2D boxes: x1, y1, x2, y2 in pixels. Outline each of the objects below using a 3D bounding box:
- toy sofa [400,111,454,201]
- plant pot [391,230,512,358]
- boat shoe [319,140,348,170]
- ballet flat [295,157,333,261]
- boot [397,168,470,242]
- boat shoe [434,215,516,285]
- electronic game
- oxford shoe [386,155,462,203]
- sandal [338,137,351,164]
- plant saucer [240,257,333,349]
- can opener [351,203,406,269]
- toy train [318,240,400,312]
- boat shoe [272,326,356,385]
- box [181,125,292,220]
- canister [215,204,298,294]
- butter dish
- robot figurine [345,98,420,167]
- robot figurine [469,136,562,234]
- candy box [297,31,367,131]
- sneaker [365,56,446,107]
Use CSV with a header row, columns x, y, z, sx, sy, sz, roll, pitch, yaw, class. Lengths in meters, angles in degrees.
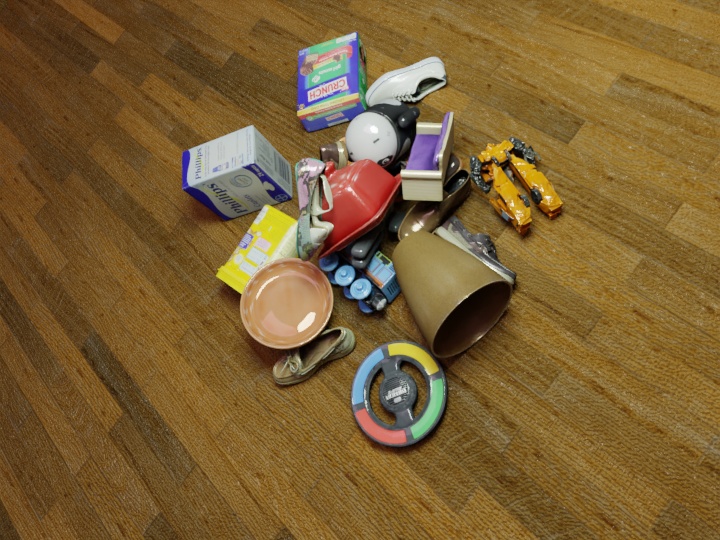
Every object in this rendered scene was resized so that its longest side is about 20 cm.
x,y,z,sx,sy,sz,roll,pitch,yaw,class
0.136,-0.233,1.221,0.081,0.099,0.202,4,42,14,toy sofa
0.148,0.025,1.146,0.186,0.186,0.201,-42,57,3,plant pot
-0.078,-0.196,1.337,0.070,0.201,0.073,-9,58,-20,boat shoe
-0.086,-0.109,1.162,0.070,0.069,0.205,8,111,19,ballet flat
0.149,-0.132,1.250,0.074,0.076,0.200,43,81,12,boot
0.231,-0.043,1.203,0.065,0.072,0.199,-52,52,2,boat shoe
0.072,0.234,1.177,0.196,0.042,0.204,-9,66,21,electronic game
0.122,-0.203,1.315,0.196,0.073,0.072,-21,59,15,oxford shoe
-0.034,-0.228,1.405,0.078,0.059,0.211,-20,63,16,sandal
-0.152,0.071,1.285,0.195,0.038,0.204,-2,64,4,plant saucer
0.040,-0.078,1.256,0.065,0.053,0.201,15,42,22,can opener
0.000,0.000,1.286,0.114,0.087,0.199,-44,56,-9,toy train
-0.106,0.170,1.271,0.198,0.063,0.074,-32,60,10,boat shoe
-0.288,-0.223,1.448,0.196,0.184,0.107,-15,65,18,box
-0.216,-0.032,1.393,0.147,0.087,0.202,29,81,31,canister
-0.030,-0.153,1.236,0.199,0.148,0.201,-30,19,39,butter dish
0.049,-0.292,1.321,0.123,0.153,0.200,26,37,15,robot figurine
0.303,-0.175,1.220,0.143,0.059,0.202,-25,60,-5,robot figurine
-0.069,-0.462,1.508,0.166,0.077,0.204,-11,66,20,candy box
0.105,-0.422,1.414,0.197,0.073,0.072,-25,55,13,sneaker
